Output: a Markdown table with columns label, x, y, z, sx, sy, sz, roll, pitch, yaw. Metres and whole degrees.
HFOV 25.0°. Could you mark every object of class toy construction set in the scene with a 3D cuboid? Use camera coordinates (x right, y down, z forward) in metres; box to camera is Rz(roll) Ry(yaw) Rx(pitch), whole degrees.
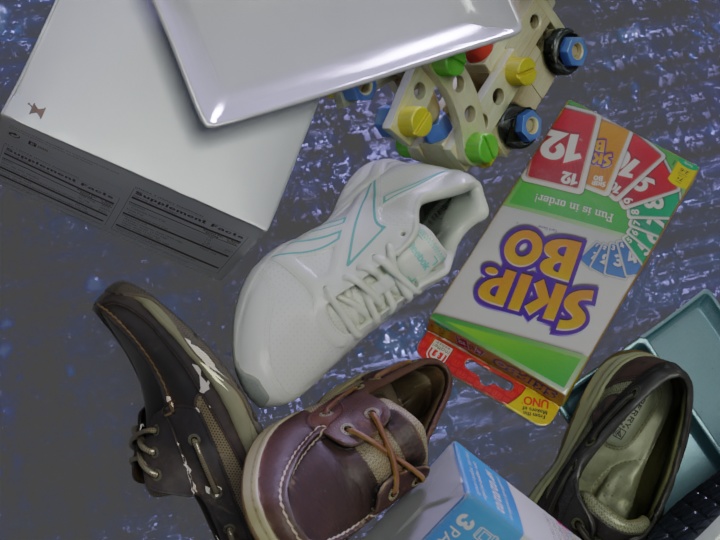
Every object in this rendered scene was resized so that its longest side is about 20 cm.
| label | x | y | z | sx | sy | sz | roll | pitch | yaw |
| --- | --- | --- | --- | --- | --- | --- | --- | --- | --- |
| toy construction set | 0.076 | -0.141 | 0.990 | 0.200 | 0.092 | 0.131 | -49 | 125 | -9 |

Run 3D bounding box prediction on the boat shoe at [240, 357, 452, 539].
| label | x | y | z | sx | sy | sz | roll | pitch | yaw |
| --- | --- | --- | --- | --- | --- | --- | --- | --- | --- |
| boat shoe | 0.002 | 0.095 | 0.872 | 0.072 | 0.072 | 0.200 | 59 | 26 | -2 |

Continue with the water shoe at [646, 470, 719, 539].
| label | x | y | z | sx | sy | sz | roll | pitch | yaw |
| --- | --- | --- | --- | --- | --- | --- | --- | --- | --- |
| water shoe | 0.242 | 0.143 | 0.939 | 0.200 | 0.071 | 0.079 | -32 | 91 | -38 |

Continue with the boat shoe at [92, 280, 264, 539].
| label | x | y | z | sx | sy | sz | roll | pitch | yaw |
| --- | --- | --- | --- | --- | --- | --- | --- | --- | --- |
| boat shoe | -0.091 | 0.097 | 0.895 | 0.073 | 0.074 | 0.200 | -37 | 90 | -13 |

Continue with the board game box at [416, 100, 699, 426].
| label | x | y | z | sx | sy | sz | roll | pitch | yaw |
| --- | --- | --- | --- | --- | --- | --- | --- | --- | --- |
| board game box | 0.123 | -0.007 | 1.007 | 0.095 | 0.030 | 0.200 | 29 | 70 | 11 |

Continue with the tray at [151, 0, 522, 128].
| label | x | y | z | sx | sy | sz | roll | pitch | yaw |
| --- | --- | --- | --- | --- | --- | --- | --- | --- | --- |
| tray | -0.016 | -0.150 | 0.896 | 0.200 | 0.022 | 0.108 | -20 | 83 | -22 |

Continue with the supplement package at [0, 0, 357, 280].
| label | x | y | z | sx | sy | sz | roll | pitch | yaw |
| --- | --- | --- | --- | --- | --- | --- | --- | --- | --- |
| supplement package | -0.102 | -0.124 | 0.934 | 0.156 | 0.111 | 0.200 | 24 | 70 | -10 |

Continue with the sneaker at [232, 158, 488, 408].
| label | x | y | z | sx | sy | sz | roll | pitch | yaw |
| --- | --- | --- | --- | --- | --- | --- | --- | --- | --- |
| sneaker | 0.000 | 0.000 | 0.923 | 0.200 | 0.080 | 0.070 | -51 | 125 | -35 |

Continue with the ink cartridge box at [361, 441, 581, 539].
| label | x | y | z | sx | sy | sz | roll | pitch | yaw |
| --- | --- | --- | --- | --- | --- | --- | --- | --- | --- |
| ink cartridge box | 0.091 | 0.203 | 0.890 | 0.200 | 0.068 | 0.115 | 38 | 102 | -15 |

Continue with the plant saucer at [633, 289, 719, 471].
| label | x | y | z | sx | sy | sz | roll | pitch | yaw |
| --- | --- | --- | --- | --- | --- | --- | --- | --- | --- |
| plant saucer | 0.250 | 0.112 | 1.034 | 0.070 | 0.019 | 0.200 | -33 | 87 | -22 |

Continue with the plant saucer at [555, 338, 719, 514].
| label | x | y | z | sx | sy | sz | roll | pitch | yaw |
| --- | --- | --- | --- | --- | --- | --- | --- | --- | --- |
| plant saucer | 0.200 | 0.143 | 0.995 | 0.070 | 0.019 | 0.200 | -34 | 88 | -8 |

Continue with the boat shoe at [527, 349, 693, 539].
| label | x | y | z | sx | sy | sz | roll | pitch | yaw |
| --- | --- | --- | --- | --- | --- | --- | --- | --- | --- |
| boat shoe | 0.138 | 0.141 | 0.945 | 0.072 | 0.066 | 0.201 | 24 | 84 | -8 |
